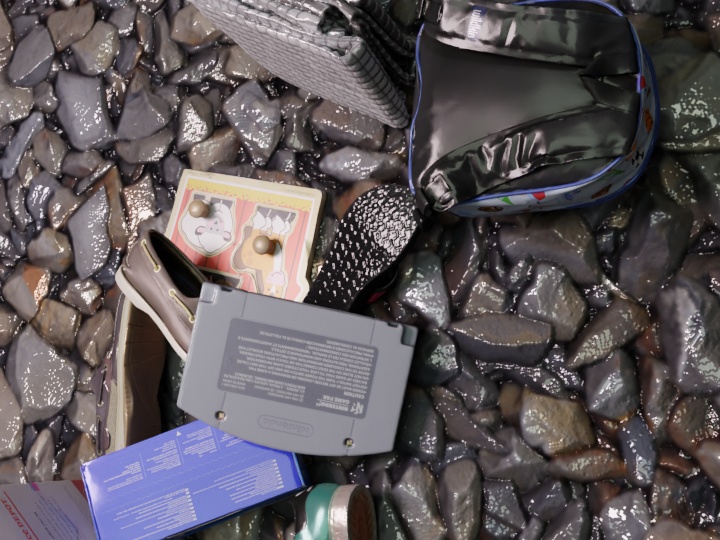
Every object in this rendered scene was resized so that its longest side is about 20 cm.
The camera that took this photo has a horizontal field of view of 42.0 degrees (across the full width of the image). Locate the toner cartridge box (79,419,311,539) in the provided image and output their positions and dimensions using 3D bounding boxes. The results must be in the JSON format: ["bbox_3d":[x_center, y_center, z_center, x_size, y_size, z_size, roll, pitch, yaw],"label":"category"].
[{"bbox_3d":[-0.155,0.195,0.887,0.200,0.043,0.095,-20,73,2],"label":"toner cartridge box"}]

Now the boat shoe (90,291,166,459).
[{"bbox_3d":[-0.243,0.114,0.962,0.065,0.072,0.201,0,90,24],"label":"boat shoe"}]

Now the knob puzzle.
[{"bbox_3d":[-0.138,0.002,0.954,0.219,0.030,0.220,-4,80,25],"label":"knob puzzle"}]

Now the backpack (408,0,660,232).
[{"bbox_3d":[0.146,-0.129,0.772,0.190,0.154,0.201,0,87,34],"label":"backpack"}]

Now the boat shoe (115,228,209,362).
[{"bbox_3d":[-0.155,0.039,0.905,0.200,0.072,0.060,41,114,21],"label":"boat shoe"}]

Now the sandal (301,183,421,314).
[{"bbox_3d":[0.000,0.000,0.886,0.075,0.045,0.200,48,117,30],"label":"sandal"}]

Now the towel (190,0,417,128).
[{"bbox_3d":[-0.042,-0.227,0.873,0.200,0.166,0.086,27,87,27],"label":"towel"}]

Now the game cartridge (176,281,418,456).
[{"bbox_3d":[-0.058,0.095,0.847,0.199,0.040,0.134,13,86,-1],"label":"game cartridge"}]

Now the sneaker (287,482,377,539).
[{"bbox_3d":[-0.031,0.292,0.835,0.080,0.071,0.201,-7,73,29],"label":"sneaker"}]

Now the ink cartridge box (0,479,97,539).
[{"bbox_3d":[-0.308,0.266,0.895,0.116,0.200,0.068,43,100,25],"label":"ink cartridge box"}]
